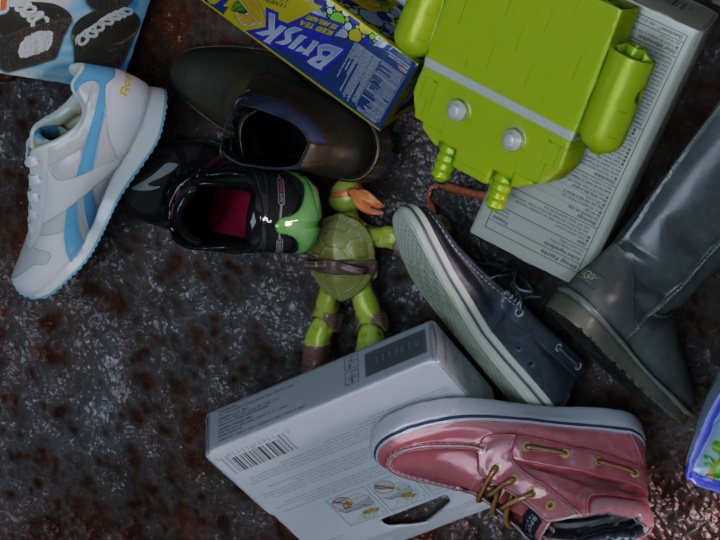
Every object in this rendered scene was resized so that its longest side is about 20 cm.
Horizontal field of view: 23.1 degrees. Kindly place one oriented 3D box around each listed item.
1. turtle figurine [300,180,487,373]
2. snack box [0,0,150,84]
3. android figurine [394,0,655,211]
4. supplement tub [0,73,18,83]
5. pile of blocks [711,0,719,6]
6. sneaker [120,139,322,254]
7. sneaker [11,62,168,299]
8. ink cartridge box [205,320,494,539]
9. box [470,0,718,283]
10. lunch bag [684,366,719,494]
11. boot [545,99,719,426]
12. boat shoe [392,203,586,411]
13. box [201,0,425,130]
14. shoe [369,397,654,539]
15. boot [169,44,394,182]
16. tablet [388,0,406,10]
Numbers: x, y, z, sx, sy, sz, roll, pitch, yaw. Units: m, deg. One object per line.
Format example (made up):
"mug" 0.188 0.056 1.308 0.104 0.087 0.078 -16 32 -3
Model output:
"turtle figurine" 0.000 0.000 1.309 0.199 0.064 0.162 2 101 18
"snack box" -0.245 -0.201 1.283 0.037 0.199 0.117 37 113 40
"android figurine" 0.104 -0.139 1.166 0.182 0.041 0.201 32 114 23
"supplement tub" -0.280 -0.250 1.329 0.107 0.107 0.201 24 106 12
"pile of blocks" 0.233 -0.231 1.134 0.082 0.062 0.200 -48 120 -6
"sneaker" -0.116 -0.055 1.307 0.199 0.084 0.077 9 100 44
"sneaker" -0.224 -0.069 1.346 0.080 0.077 0.200 23 112 -22
"ink cartridge box" 0.013 0.135 1.323 0.199 0.044 0.174 -23 133 21
"box" 0.160 -0.100 1.218 0.095 0.078 0.201 28 115 10
"lunch bag" 0.310 0.053 1.163 0.127 0.170 0.201 22 105 13
"boot" 0.238 -0.007 1.224 0.200 0.182 0.072 -51 45 -5
"boat shoe" 0.093 0.023 1.260 0.062 0.075 0.200 -43 111 -9
"box" -0.038 -0.190 1.277 0.200 0.070 0.064 37 121 8
"shoe" 0.107 0.147 1.241 0.199 0.091 0.072 1 139 -5
"boot" -0.078 -0.120 1.279 0.199 0.097 0.075 24 105 27
"tablet" 0.115 -0.211 1.257 0.199 0.014 0.131 29 108 10
